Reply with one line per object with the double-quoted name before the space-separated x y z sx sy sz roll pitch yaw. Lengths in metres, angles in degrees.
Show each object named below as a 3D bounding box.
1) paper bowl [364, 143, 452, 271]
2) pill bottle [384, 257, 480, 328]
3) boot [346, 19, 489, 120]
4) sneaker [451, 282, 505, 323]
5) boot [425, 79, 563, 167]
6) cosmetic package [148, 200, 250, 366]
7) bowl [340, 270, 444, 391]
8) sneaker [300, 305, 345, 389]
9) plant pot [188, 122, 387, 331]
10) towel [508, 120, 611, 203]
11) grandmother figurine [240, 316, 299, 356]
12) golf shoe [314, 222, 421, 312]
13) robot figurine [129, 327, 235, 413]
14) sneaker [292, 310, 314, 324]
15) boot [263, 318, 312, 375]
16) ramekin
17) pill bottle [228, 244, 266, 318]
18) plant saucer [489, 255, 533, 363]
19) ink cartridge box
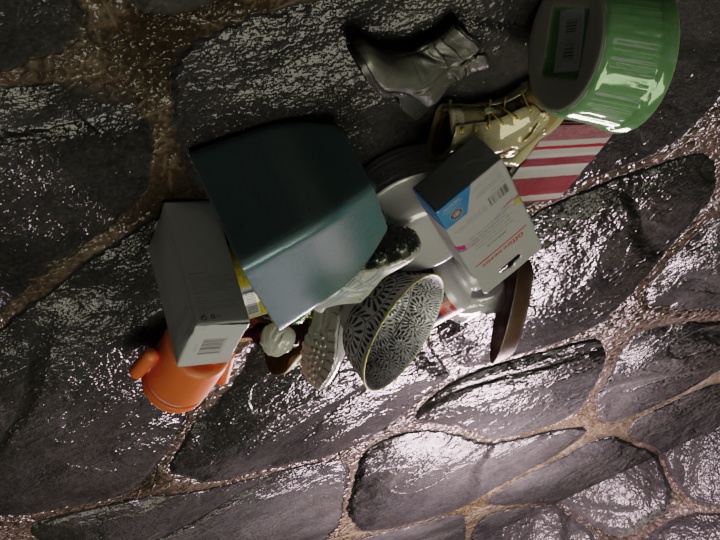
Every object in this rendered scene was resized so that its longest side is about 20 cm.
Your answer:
"paper bowl" 0.082 -0.079 1.644 0.198 0.105 0.202 -11 140 -9
"pill bottle" 0.099 0.038 1.817 0.199 0.113 0.112 -29 150 16
"boot" 0.074 -0.269 1.397 0.130 0.068 0.200 -36 155 18
"sneaker" 0.148 0.058 1.924 0.198 0.076 0.089 -2 142 8
"boot" 0.189 -0.217 1.540 0.154 0.073 0.200 0 148 -29
"cosmetic package" -0.223 0.016 1.539 0.080 0.202 0.113 -2 149 -27
"bowl" 0.031 0.071 1.699 0.201 0.094 0.202 -45 153 -30
"sneaker" -0.036 0.097 1.775 0.080 0.076 0.202 -12 127 -47
"plant pot" -0.079 -0.078 1.492 0.199 0.197 0.196 -26 151 -3
"towel" 0.297 -0.169 1.737 0.143 0.023 0.200 -6 150 -28
"grandmother figurine" -0.150 0.098 1.770 0.120 0.061 0.200 0 -179 -21
"golf shoe" 0.000 0.000 1.589 0.198 0.079 0.097 -18 140 15
"robot figurine" -0.282 0.155 1.822 0.144 0.117 0.200 -37 170 -46
"sneaker" -0.090 0.031 1.789 0.199 0.078 0.086 -1 119 -41
"boot" -0.069 0.116 1.937 0.153 0.073 0.200 -13 164 -34
"ramekin" 0.289 -0.273 1.383 0.097 0.202 0.200 4 144 -23
"pill bottle" -0.113 -0.002 1.666 0.198 0.115 0.115 -16 151 -9
"plant saucer" 0.260 0.063 1.928 0.034 0.202 0.201 12 147 1
"ink cartridge box" 0.165 -0.072 1.561 0.115 0.068 0.200 -39 136 -3
